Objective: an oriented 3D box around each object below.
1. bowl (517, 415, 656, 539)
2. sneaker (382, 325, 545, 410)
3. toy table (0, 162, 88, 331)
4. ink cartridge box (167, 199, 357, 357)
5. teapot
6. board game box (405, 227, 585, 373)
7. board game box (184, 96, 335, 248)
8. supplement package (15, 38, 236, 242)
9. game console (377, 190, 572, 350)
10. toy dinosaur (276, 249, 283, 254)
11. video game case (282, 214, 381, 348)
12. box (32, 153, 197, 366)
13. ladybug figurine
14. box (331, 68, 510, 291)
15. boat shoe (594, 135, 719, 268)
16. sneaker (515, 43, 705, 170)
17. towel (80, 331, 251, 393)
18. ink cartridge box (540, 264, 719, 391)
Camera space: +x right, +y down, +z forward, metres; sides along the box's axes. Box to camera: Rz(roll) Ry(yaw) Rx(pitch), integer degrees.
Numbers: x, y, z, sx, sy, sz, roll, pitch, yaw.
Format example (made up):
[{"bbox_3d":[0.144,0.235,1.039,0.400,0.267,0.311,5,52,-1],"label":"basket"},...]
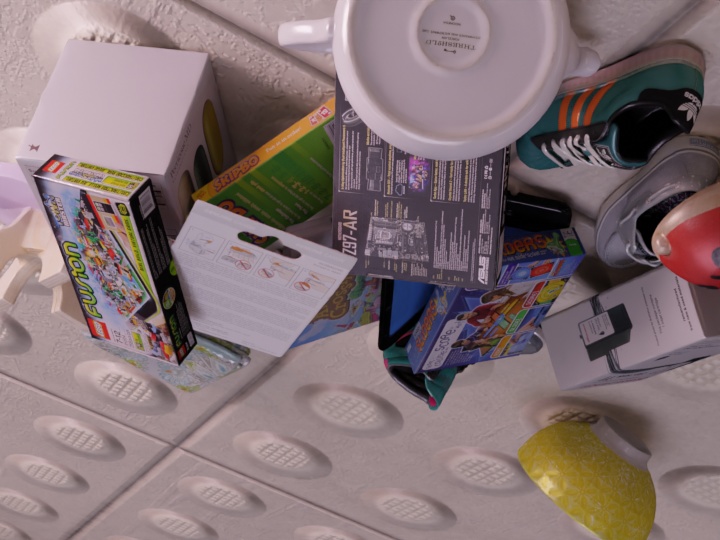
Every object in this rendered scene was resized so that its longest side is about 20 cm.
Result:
[{"bbox_3d":[0.312,0.254,1.520,0.199,0.200,0.108,31,102,-24],"label":"bowl"},{"bbox_3d":[0.113,0.105,1.381,0.197,0.122,0.084,4,147,16],"label":"sneaker"},{"bbox_3d":[-0.380,-0.022,1.399,0.199,0.118,0.183,29,146,-23],"label":"toy table"},{"bbox_3d":[-0.110,-0.001,1.118,0.158,0.048,0.200,20,142,-16],"label":"ink cartridge box"},{"bbox_3d":[0.066,-0.179,0.938,0.200,0.197,0.146,49,-177,-3],"label":"teapot"},{"bbox_3d":[0.136,0.034,1.230,0.134,0.035,0.201,-8,148,-22],"label":"board game box"},{"bbox_3d":[-0.072,-0.084,1.143,0.199,0.030,0.096,-36,138,-4],"label":"board game box"},{"bbox_3d":[-0.221,-0.099,1.176,0.148,0.153,0.201,8,148,10],"label":"supplement package"},{"bbox_3d":[0.116,0.012,1.236,0.173,0.118,0.201,12,150,6],"label":"game console"},{"bbox_3d":[-0.062,0.032,1.361,0.197,0.103,0.077,4,147,19],"label":"toy dinosaur"},{"bbox_3d":[0.000,0.000,1.250,0.180,0.022,0.201,-17,148,-19],"label":"video game case"},{"bbox_3d":[-0.222,-0.007,1.085,0.109,0.035,0.202,14,136,25],"label":"box"},{"bbox_3d":[0.352,-0.034,1.042,0.197,0.073,0.136,-15,150,-9],"label":"ladybug figurine"},{"bbox_3d":[0.055,-0.090,1.074,0.158,0.044,0.203,6,111,13],"label":"box"},{"bbox_3d":[0.275,-0.046,1.124,0.069,0.072,0.201,18,148,-6],"label":"boat shoe"},{"bbox_3d":[0.208,-0.122,1.025,0.071,0.081,0.199,32,145,-27],"label":"sneaker"},{"bbox_3d":[-0.267,0.095,1.599,0.199,0.049,0.170,32,144,-25],"label":"towel"},{"bbox_3d":[0.306,0.055,1.206,0.145,0.084,0.199,-2,163,-37],"label":"ink cartridge box"}]
